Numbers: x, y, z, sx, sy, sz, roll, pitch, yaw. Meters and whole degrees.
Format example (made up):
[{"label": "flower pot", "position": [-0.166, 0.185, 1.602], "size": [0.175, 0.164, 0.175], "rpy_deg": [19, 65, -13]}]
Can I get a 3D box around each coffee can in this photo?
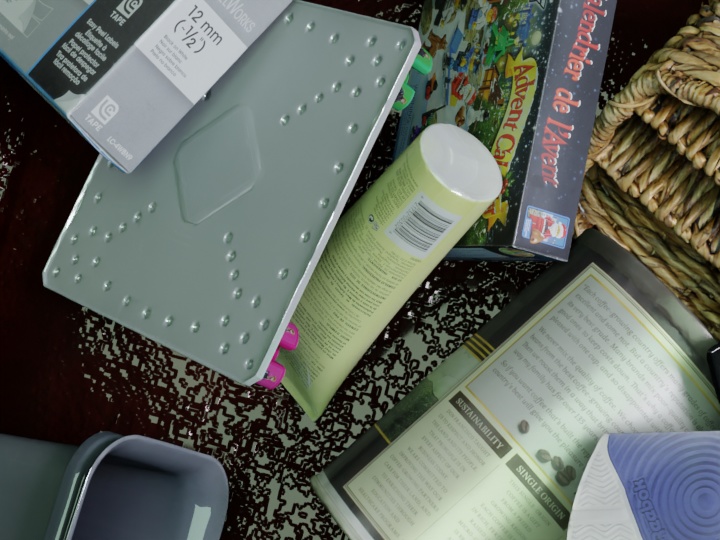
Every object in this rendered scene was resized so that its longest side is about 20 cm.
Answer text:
[{"label": "coffee can", "position": [0.095, 0.097, 0.924], "size": [0.200, 0.146, 0.146], "rpy_deg": [-42, 82, -2]}]

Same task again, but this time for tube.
[{"label": "tube", "position": [0.000, 0.000, 0.950], "size": [0.052, 0.200, 0.058], "rpy_deg": [16, 45, -28]}]

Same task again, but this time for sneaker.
[{"label": "sneaker", "position": [0.133, 0.178, 0.841], "size": [0.080, 0.115, 0.200], "rpy_deg": [3, 75, 3]}]

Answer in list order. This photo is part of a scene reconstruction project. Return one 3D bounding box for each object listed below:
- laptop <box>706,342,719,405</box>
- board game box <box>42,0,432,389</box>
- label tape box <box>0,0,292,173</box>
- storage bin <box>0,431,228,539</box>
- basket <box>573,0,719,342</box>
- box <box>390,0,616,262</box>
[{"label": "laptop", "position": [0.291, 0.088, 0.836], "size": [0.200, 0.103, 0.177], "rpy_deg": [-22, 107, -16]}, {"label": "board game box", "position": [-0.071, -0.053, 0.960], "size": [0.200, 0.026, 0.200], "rpy_deg": [21, 84, 45]}, {"label": "label tape box", "position": [-0.110, -0.170, 0.980], "size": [0.200, 0.066, 0.143], "rpy_deg": [-48, 47, -1]}, {"label": "storage bin", "position": [-0.172, 0.177, 0.949], "size": [0.134, 0.146, 0.200], "rpy_deg": [12, 82, 32]}, {"label": "basket", "position": [0.216, -0.032, 0.934], "size": [0.149, 0.143, 0.200], "rpy_deg": [-45, 82, -3]}, {"label": "box", "position": [0.076, -0.105, 0.959], "size": [0.038, 0.137, 0.200], "rpy_deg": [15, 83, -29]}]
